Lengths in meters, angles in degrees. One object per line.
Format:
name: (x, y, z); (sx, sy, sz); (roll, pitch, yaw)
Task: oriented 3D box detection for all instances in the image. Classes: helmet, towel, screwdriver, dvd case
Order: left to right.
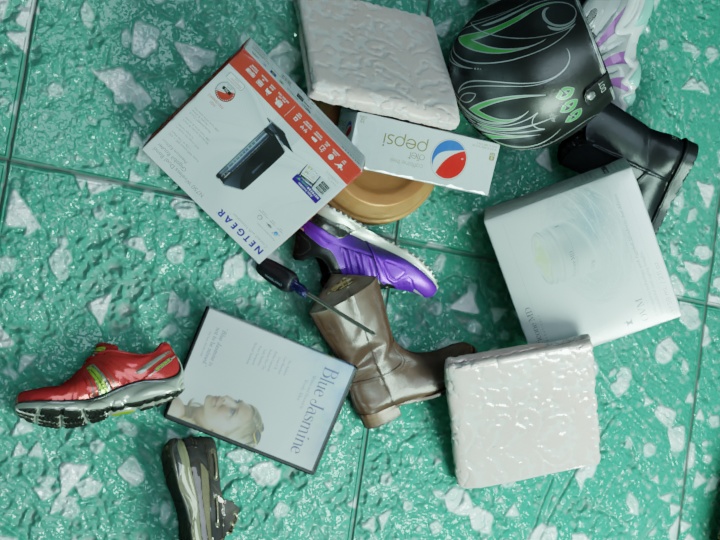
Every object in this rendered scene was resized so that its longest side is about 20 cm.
dvd case: (-0.119, 0.145, 1.630); (0.198, 0.018, 0.144); (22, 92, -10)
screwdriver: (-0.054, 0.037, 1.616); (0.028, 0.199, 0.029); (10, 111, -53)
towel: (0.016, -0.260, 1.673); (0.198, 0.032, 0.192); (9, 47, -23)
towel: (0.205, 0.179, 1.712); (0.189, 0.032, 0.202); (-10, 122, -3)
helmet: (0.206, -0.247, 1.702); (0.189, 0.200, 0.202); (-22, 98, 11)

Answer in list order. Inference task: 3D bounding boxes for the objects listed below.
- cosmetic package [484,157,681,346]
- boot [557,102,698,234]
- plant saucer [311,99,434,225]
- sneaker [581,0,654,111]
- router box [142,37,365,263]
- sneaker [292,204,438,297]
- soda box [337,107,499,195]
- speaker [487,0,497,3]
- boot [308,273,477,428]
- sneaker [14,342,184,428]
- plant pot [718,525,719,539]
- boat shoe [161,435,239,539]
cosmetic package: (0.281, -0.012, 1.741); (0.198, 0.123, 0.201); (-20, 97, 10)
boot: (0.336, -0.120, 1.824); (0.167, 0.077, 0.202); (23, 116, -3)
plant saucer: (0.020, -0.160, 1.723); (0.198, 0.037, 0.203); (0, 89, -23)
sneaker: (0.310, -0.305, 1.837); (0.138, 0.078, 0.203); (12, 83, -14)
router box: (-0.124, -0.138, 1.600); (0.179, 0.049, 0.200); (-41, 105, 20)
sneaker: (0.000, 0.000, 1.698); (0.199, 0.069, 0.100); (30, 85, -17)
soda box: (0.068, -0.147, 1.683); (0.198, 0.064, 0.069); (10, 98, -22)
speaker: (0.167, -0.405, 1.762); (0.200, 0.081, 0.081); (44, 73, -16)
boot: (0.042, 0.073, 1.685); (0.185, 0.064, 0.202); (-32, 115, -18)
sneaker: (-0.304, 0.128, 1.570); (0.198, 0.077, 0.086); (-10, 72, -24)
plant pot: (0.589, 0.309, 1.887); (0.184, 0.186, 0.202); (13, 70, -22)
boat shoe: (-0.178, 0.292, 1.605); (0.073, 0.074, 0.203); (-14, 95, -22)
